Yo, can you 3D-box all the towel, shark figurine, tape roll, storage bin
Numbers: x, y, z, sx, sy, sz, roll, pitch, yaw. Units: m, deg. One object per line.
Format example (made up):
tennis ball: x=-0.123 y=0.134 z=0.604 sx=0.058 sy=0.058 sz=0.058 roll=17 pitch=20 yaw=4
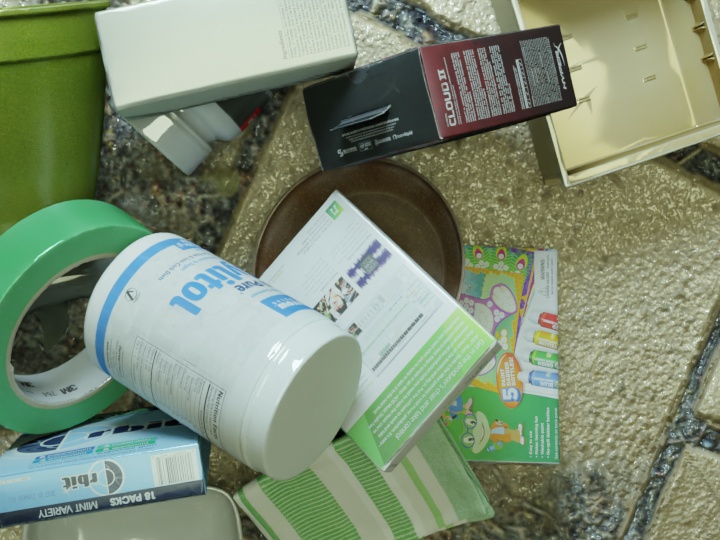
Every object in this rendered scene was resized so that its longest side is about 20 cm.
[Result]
towel: x=0.004 y=0.207 z=1.021 sx=0.198 sy=0.024 sz=0.153 roll=-23 pitch=124 yaw=14
shark figurine: x=-0.312 y=0.046 z=1.011 sx=0.128 sy=0.089 sz=0.215 roll=42 pitch=86 yaw=-5
tape roll: x=-0.246 y=0.041 z=0.960 sx=0.048 sy=0.200 sz=0.201 roll=33 pitch=88 yaw=30
storage bin: x=0.241 y=-0.202 z=1.055 sx=0.196 sy=0.094 sz=0.202 roll=-18 pitch=93 yaw=-5

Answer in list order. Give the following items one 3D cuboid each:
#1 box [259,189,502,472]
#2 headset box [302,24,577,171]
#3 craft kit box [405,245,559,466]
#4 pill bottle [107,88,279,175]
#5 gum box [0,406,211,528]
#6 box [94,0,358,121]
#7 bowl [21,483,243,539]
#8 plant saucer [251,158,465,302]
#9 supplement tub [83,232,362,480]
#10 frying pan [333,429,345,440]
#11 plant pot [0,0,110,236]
box: x=0.002 y=0.050 z=0.968 sx=0.145 sy=0.036 sz=0.200 roll=-47 pitch=68 yaw=4
headset box: x=0.061 y=-0.144 z=0.959 sx=0.199 sy=0.148 sz=0.078 roll=-20 pitch=97 yaw=-42
craft kit box: x=0.085 y=0.076 z=1.052 sx=0.195 sy=0.049 sz=0.203 roll=1 pitch=78 yaw=-3
pill bottle: x=-0.121 y=-0.189 z=1.007 sx=0.114 sy=0.114 sz=0.200 roll=41 pitch=88 yaw=-6
gum box: x=-0.214 y=0.158 z=0.967 sx=0.168 sy=0.200 sz=0.045 roll=-9 pitch=94 yaw=-5
box: x=-0.105 y=-0.183 z=0.917 sx=0.197 sy=0.068 sz=0.083 roll=-12 pitch=90 yaw=-3
bowl: x=-0.203 y=0.287 z=1.037 sx=0.197 sy=0.075 sz=0.203 roll=-2 pitch=92 yaw=-7
plant saucer: x=0.000 y=0.000 z=1.017 sx=0.198 sy=0.037 sz=0.203 roll=-4 pitch=78 yaw=17
supplement tub: x=-0.112 y=0.065 z=0.918 sx=0.199 sy=0.132 sz=0.133 roll=26 pitch=89 yaw=26
frying pan: x=0.041 y=0.112 z=1.081 sx=0.189 sy=0.031 sz=0.116 roll=-32 pitch=96 yaw=-1
plant pot: x=-0.299 y=-0.122 z=0.963 sx=0.198 sy=0.200 sz=0.196 roll=-6 pitch=104 yaw=-6
